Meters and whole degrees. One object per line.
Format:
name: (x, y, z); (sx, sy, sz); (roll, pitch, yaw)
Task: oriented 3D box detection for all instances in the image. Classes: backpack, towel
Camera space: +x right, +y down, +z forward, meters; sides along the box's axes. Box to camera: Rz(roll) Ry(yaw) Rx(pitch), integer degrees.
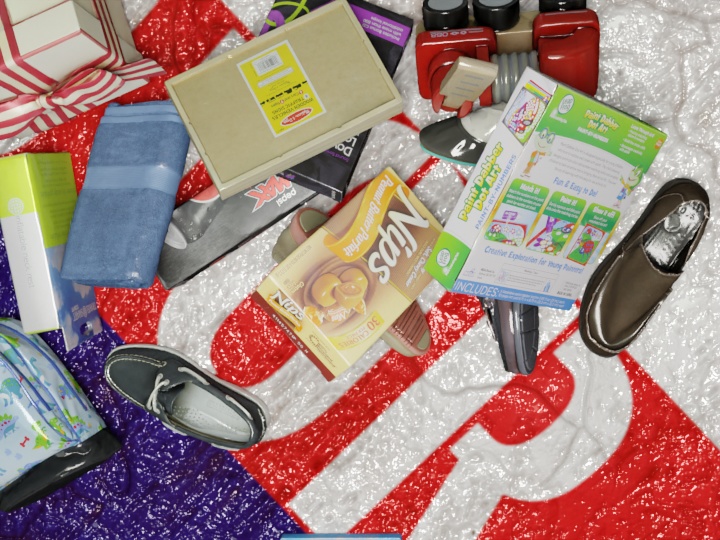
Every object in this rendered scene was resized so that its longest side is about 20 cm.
backpack: (-0.384, 0.148, 1.087); (0.162, 0.153, 0.202); (-28, 81, 17)
towel: (-0.236, -0.078, 1.029); (0.110, 0.049, 0.203); (2, 70, 24)

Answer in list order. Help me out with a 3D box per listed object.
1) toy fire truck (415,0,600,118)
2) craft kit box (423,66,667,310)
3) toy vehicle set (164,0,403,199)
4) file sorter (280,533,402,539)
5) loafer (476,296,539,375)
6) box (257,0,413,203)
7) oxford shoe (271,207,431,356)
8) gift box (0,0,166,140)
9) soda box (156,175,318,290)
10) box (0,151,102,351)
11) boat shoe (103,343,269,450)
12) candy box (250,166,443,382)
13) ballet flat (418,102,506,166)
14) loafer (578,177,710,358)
toy fire truck: (0.135, -0.187, 0.914); (0.173, 0.201, 0.130); (-2, 131, 7)
craft kit box: (0.174, -0.065, 0.914); (0.048, 0.198, 0.199); (43, 112, 39)
toy vehicle set: (-0.074, -0.168, 0.964); (0.198, 0.027, 0.125); (-26, 78, -8)
file sorter: (-0.024, 0.404, 1.075); (0.136, 0.123, 0.203); (-2, 98, 8)
loafer: (0.145, 0.007, 1.034); (0.062, 0.072, 0.203); (-4, 92, 27)
box: (-0.046, -0.186, 1.002); (0.141, 0.036, 0.202); (21, 77, 3)
oxford shoe: (-0.009, 0.023, 1.059); (0.200, 0.071, 0.074); (46, 127, -2)
gift box: (-0.318, -0.240, 0.997); (0.182, 0.200, 0.189); (-21, 79, 13)
soda box: (-0.136, -0.061, 1.054); (0.199, 0.063, 0.071); (-33, 93, 10)
box: (-0.328, -0.022, 1.054); (0.047, 0.122, 0.203); (-8, 97, 5)
boat shoe: (-0.195, 0.137, 1.090); (0.197, 0.060, 0.077); (17, 100, 5)
candy box: (0.000, 0.000, 0.987); (0.116, 0.200, 0.055); (48, 143, -2)
ballet flat: (0.160, -0.132, 1.003); (0.197, 0.068, 0.069); (15, 126, -2)
loafer: (0.284, -0.002, 1.004); (0.072, 0.071, 0.202); (27, 100, 3)
